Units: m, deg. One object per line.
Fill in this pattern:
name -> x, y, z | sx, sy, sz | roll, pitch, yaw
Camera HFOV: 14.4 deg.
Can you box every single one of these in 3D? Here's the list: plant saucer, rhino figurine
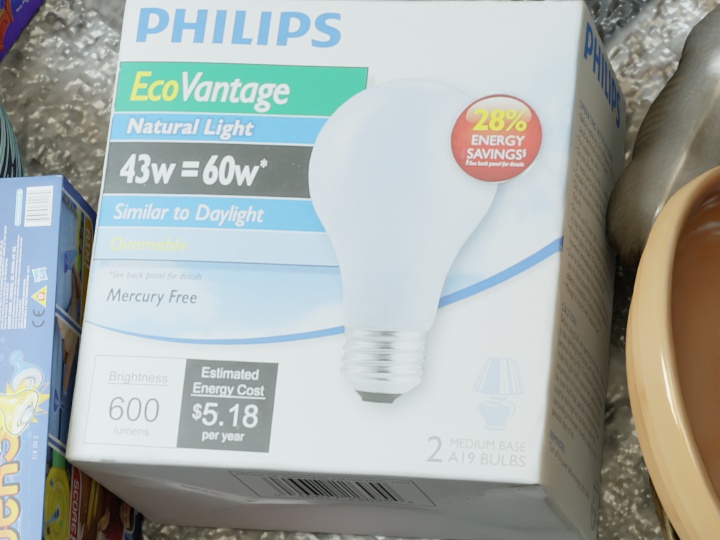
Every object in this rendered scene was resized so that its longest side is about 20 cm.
plant saucer -> 0.163, 0.058, 1.088 | 0.037, 0.200, 0.201 | -23, 65, 37
rhino figurine -> 0.157, -0.074, 1.175 | 0.060, 0.087, 0.200 | 20, 76, 22

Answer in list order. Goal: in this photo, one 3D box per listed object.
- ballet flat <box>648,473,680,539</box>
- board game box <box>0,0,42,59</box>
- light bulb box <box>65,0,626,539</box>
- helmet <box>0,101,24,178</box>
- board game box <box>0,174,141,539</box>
ballet flat -> 0.157, 0.138, 1.114 | 0.068, 0.072, 0.201 | -17, 69, 9
board game box -> -0.226, -0.183, 1.327 | 0.200, 0.045, 0.135 | 32, 81, 21
light bulb box -> 0.000, 0.000, 1.170 | 0.198, 0.125, 0.201 | 1, 73, 14
helmet -> -0.233, -0.022, 1.199 | 0.190, 0.200, 0.201 | 15, 76, 28
board game box -> -0.122, 0.078, 1.167 | 0.034, 0.135, 0.201 | -3, 71, 12
